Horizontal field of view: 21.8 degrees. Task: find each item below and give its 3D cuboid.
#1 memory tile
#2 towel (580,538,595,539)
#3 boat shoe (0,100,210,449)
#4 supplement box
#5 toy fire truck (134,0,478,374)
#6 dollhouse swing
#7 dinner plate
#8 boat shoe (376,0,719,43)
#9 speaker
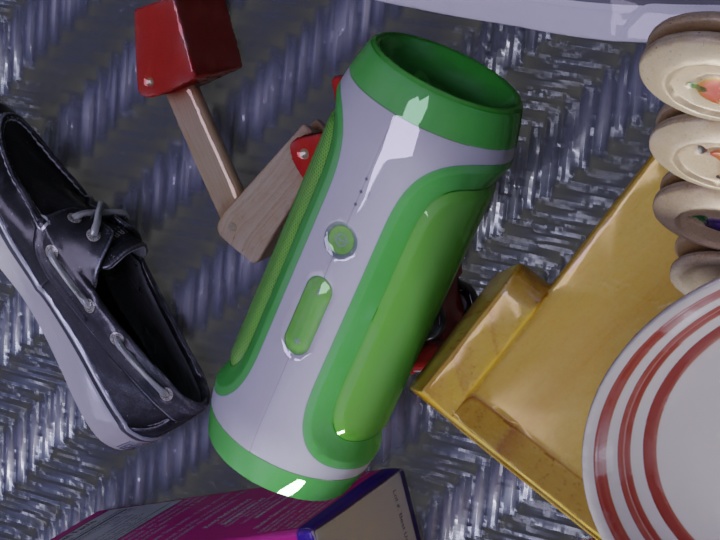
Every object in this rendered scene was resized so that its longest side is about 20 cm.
[{"bbox_3d":[0.170,-0.023,0.616,0.152,0.200,0.017,9,69,17],"label":"memory tile"},{"bbox_3d":[0.058,0.218,0.842,0.199,0.030,0.147,-29,99,25],"label":"towel"},{"bbox_3d":[-0.142,-0.006,0.967,0.067,0.072,0.202,-27,90,30],"label":"boat shoe"},{"bbox_3d":[-0.072,0.174,0.952,0.198,0.103,0.102,-12,96,30],"label":"supplement box"},{"bbox_3d":[-0.027,-0.044,0.913,0.140,0.049,0.202,-8,98,28],"label":"toy fire truck"},{"bbox_3d":[0.152,0.044,0.801,0.199,0.182,0.176,37,88,1],"label":"dollhouse swing"},{"bbox_3d":[0.181,0.071,0.687,0.198,0.024,0.202,5,126,8],"label":"dinner plate"},{"bbox_3d":[0.088,-0.137,0.787,0.198,0.070,0.067,13,109,29],"label":"boat shoe"},{"bbox_3d":[0.000,0.000,0.832,0.088,0.088,0.201,31,113,18],"label":"speaker"}]
